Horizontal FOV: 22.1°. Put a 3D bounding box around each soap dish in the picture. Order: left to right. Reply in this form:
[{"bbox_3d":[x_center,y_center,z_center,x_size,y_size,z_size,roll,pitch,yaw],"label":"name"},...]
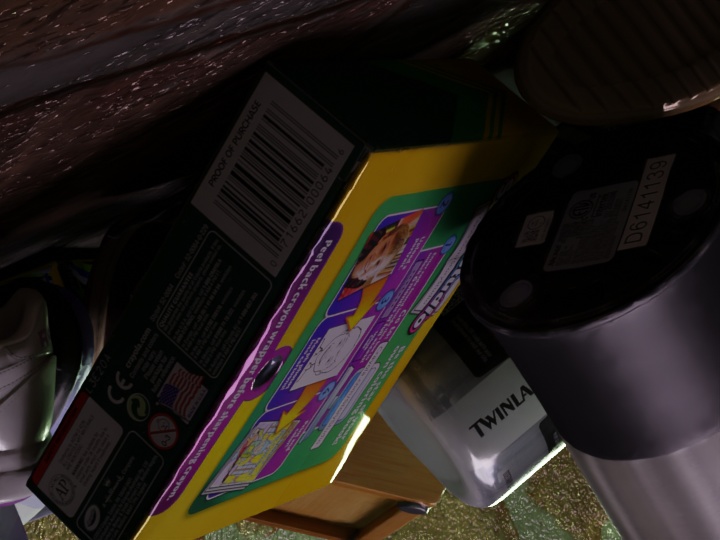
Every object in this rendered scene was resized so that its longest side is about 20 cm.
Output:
[{"bbox_3d":[-0.030,0.098,1.054,0.156,0.082,0.200,14,161,-9],"label":"soap dish"}]

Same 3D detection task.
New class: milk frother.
[{"bbox_3d":[0.177,0.029,0.742,0.199,0.189,0.181,6,-131,47],"label":"milk frother"}]

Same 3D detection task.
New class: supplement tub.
[{"bbox_3d":[0.095,0.009,0.894,0.199,0.123,0.123,-39,180,-9],"label":"supplement tub"}]

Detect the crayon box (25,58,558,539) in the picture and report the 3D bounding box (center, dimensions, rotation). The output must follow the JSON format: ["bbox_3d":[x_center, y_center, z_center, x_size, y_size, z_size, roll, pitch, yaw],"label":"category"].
[{"bbox_3d":[-0.023,0.012,0.745,0.201,0.058,0.172,-58,161,21],"label":"crayon box"}]

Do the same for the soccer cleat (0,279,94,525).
[{"bbox_3d":[-0.152,0.064,0.829,0.073,0.069,0.200,-15,154,-38],"label":"soccer cleat"}]

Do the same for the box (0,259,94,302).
[{"bbox_3d":[-0.153,0.034,0.977,0.069,0.065,0.200,-20,177,7],"label":"box"}]

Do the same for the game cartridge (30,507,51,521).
[{"bbox_3d":[-0.166,0.130,1.280,0.198,0.041,0.133,-23,-177,26],"label":"game cartridge"}]

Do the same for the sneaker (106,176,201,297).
[{"bbox_3d":[-0.016,-0.039,0.838,0.198,0.061,0.104,-22,180,-5],"label":"sneaker"}]

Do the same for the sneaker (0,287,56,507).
[{"bbox_3d":[-0.207,0.040,0.693,0.198,0.101,0.075,1,-166,-35],"label":"sneaker"}]

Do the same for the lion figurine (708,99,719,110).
[{"bbox_3d":[0.201,-0.103,1.040,0.072,0.202,0.122,-2,148,35],"label":"lion figurine"}]

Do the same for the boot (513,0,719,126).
[{"bbox_3d":[0.126,-0.096,0.830,0.199,0.073,0.166,-27,177,-24],"label":"boot"}]

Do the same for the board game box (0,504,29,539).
[{"bbox_3d":[-0.216,0.128,0.835,0.041,0.202,0.199,-21,175,-41],"label":"board game box"}]

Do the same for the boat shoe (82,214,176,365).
[{"bbox_3d":[-0.079,0.013,0.903,0.071,0.073,0.200,9,-171,11],"label":"boat shoe"}]

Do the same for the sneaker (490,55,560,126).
[{"bbox_3d":[0.120,-0.099,1.023,0.119,0.073,0.201,-56,164,-12],"label":"sneaker"}]
